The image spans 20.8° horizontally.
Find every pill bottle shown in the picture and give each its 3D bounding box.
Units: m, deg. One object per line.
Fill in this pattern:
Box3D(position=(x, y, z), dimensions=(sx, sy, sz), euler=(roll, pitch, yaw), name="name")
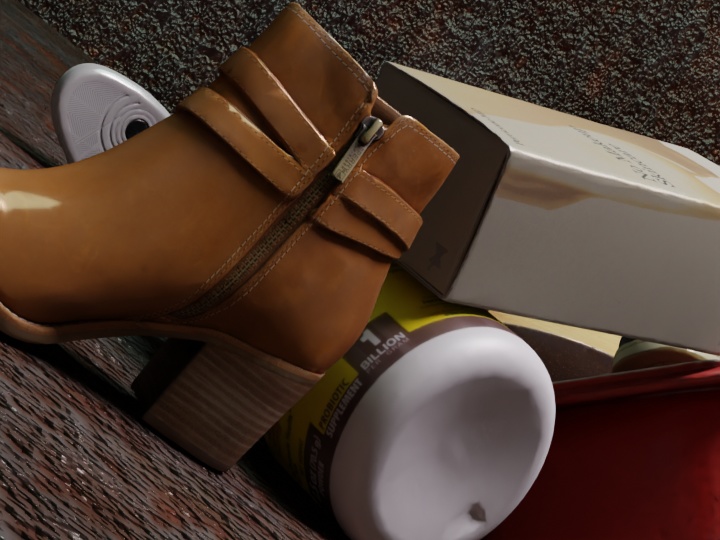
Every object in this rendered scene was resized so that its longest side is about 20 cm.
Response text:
Box3D(position=(-0.011, 0.033, 0.868), dimensions=(0.109, 0.109, 0.200), euler=(36, 3, -43), name="pill bottle")

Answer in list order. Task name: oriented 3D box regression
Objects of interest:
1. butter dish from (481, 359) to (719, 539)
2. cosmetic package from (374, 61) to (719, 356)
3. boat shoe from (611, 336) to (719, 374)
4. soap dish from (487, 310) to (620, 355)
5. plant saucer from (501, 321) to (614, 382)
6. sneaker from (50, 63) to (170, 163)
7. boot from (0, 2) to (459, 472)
Box3D(position=(0.144, 0.140, 0.971), dimensions=(0.198, 0.149, 0.200), euler=(-11, -25, 26), name="butter dish")
Box3D(position=(0.097, -0.024, 0.872), dimensions=(0.199, 0.071, 0.105), euler=(11, 19, -39), name="cosmetic package")
Box3D(position=(0.190, 0.054, 1.041), dimensions=(0.071, 0.066, 0.201), euler=(-14, -27, 32), name="boat shoe")
Box3D(position=(0.131, 0.091, 1.248), dimensions=(0.156, 0.082, 0.200), euler=(22, -21, 4), name="soap dish")
Box3D(position=(0.076, 0.084, 1.102), dimensions=(0.199, 0.032, 0.200), euler=(11, -25, 5), name="plant saucer")
Box3D(position=(-0.151, -0.071, 1.314), dimensions=(0.200, 0.073, 0.112), euler=(47, -6, -35), name="sneaker")
Box3D(position=(-0.071, -0.037, 0.715), dimensions=(0.200, 0.155, 0.074), euler=(37, 3, -31), name="boot")
